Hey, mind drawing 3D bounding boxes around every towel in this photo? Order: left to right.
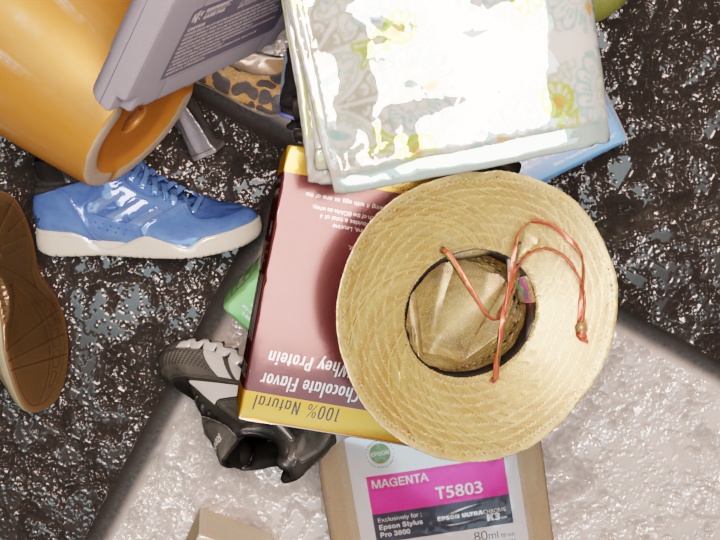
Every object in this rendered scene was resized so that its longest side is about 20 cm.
[{"bbox_3d":[0.051,-0.148,0.758,0.199,0.048,0.172,-10,99,1],"label":"towel"}]

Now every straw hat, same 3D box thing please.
[{"bbox_3d":[0.069,0.030,0.811,0.200,0.085,0.202,0,89,-16],"label":"straw hat"}]

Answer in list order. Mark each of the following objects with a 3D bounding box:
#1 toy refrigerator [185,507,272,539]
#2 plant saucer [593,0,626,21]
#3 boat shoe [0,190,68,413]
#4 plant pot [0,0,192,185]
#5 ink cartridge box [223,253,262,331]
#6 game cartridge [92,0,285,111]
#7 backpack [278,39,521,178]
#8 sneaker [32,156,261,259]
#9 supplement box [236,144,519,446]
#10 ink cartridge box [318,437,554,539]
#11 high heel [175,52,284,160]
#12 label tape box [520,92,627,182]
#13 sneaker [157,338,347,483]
[{"bbox_3d":[-0.153,0.329,1.090,0.076,0.070,0.201,22,98,-10],"label":"toy refrigerator"},{"bbox_3d":[0.167,-0.302,0.971,0.199,0.031,0.201,3,84,-25],"label":"plant saucer"},{"bbox_3d":[-0.318,0.029,1.051,0.065,0.072,0.201,-4,106,37],"label":"boat shoe"},{"bbox_3d":[-0.236,-0.172,0.923,0.183,0.200,0.200,40,96,7],"label":"plant pot"},{"bbox_3d":[0.000,0.000,1.032,0.146,0.084,0.200,42,95,-6],"label":"ink cartridge box"},{"bbox_3d":[-0.094,-0.192,0.830,0.041,0.200,0.133,47,131,4],"label":"game cartridge"},{"bbox_3d":[0.045,-0.176,0.878,0.182,0.200,0.147,15,118,-1],"label":"backpack"},{"bbox_3d":[-0.187,-0.073,1.024,0.199,0.077,0.112,0,108,6],"label":"sneaker"},{"bbox_3d":[0.017,0.024,0.914,0.196,0.133,0.201,10,90,-7],"label":"supplement box"},{"bbox_3d":[0.068,0.198,1.067,0.199,0.075,0.165,-10,99,3],"label":"ink cartridge box"},{"bbox_3d":[-0.096,-0.197,1.007,0.199,0.071,0.143,-26,104,12],"label":"high heel"},{"bbox_3d":[0.120,-0.169,1.019,0.143,0.066,0.201,-26,93,3],"label":"label tape box"},{"bbox_3d":[-0.110,0.122,1.015,0.199,0.091,0.067,21,143,27],"label":"sneaker"}]
